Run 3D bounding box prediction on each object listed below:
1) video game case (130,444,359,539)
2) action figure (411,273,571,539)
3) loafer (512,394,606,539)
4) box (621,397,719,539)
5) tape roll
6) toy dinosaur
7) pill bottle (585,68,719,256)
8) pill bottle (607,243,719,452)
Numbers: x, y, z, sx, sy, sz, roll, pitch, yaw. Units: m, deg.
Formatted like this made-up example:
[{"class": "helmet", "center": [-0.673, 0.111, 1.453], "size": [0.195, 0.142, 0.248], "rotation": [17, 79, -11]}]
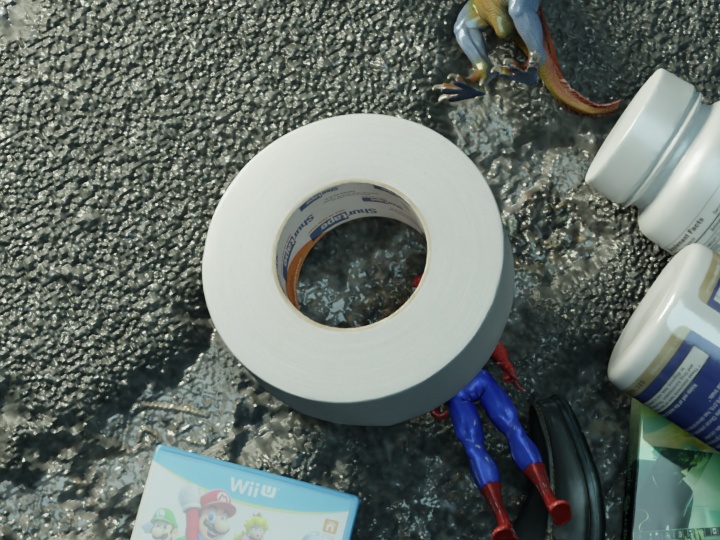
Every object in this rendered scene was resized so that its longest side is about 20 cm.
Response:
[{"class": "video game case", "center": [-0.093, 0.231, 1.237], "size": [0.143, 0.018, 0.200], "rotation": [15, 79, -4]}, {"class": "action figure", "center": [0.077, 0.084, 1.244], "size": [0.065, 0.052, 0.200], "rotation": [-27, 58, 5]}, {"class": "loafer", "center": [0.127, 0.185, 1.248], "size": [0.072, 0.073, 0.200], "rotation": [-6, 81, -4]}, {"class": "box", "center": [0.252, 0.187, 1.280], "size": [0.144, 0.036, 0.200], "rotation": [7, 79, -6]}, {"class": "tape roll", "center": [0.000, 0.000, 1.229], "size": [0.200, 0.066, 0.200], "rotation": [-4, 70, 11]}, {"class": "toy dinosaur", "center": [0.083, -0.211, 1.322], "size": [0.200, 0.105, 0.182], "rotation": [21, 61, -41]}, {"class": "pill bottle", "center": [0.264, -0.046, 1.279], "size": [0.200, 0.113, 0.113], "rotation": [34, 78, -1]}, {"class": "pill bottle", "center": [0.274, 0.079, 1.227], "size": [0.200, 0.111, 0.111], "rotation": [33, 78, 0]}]
